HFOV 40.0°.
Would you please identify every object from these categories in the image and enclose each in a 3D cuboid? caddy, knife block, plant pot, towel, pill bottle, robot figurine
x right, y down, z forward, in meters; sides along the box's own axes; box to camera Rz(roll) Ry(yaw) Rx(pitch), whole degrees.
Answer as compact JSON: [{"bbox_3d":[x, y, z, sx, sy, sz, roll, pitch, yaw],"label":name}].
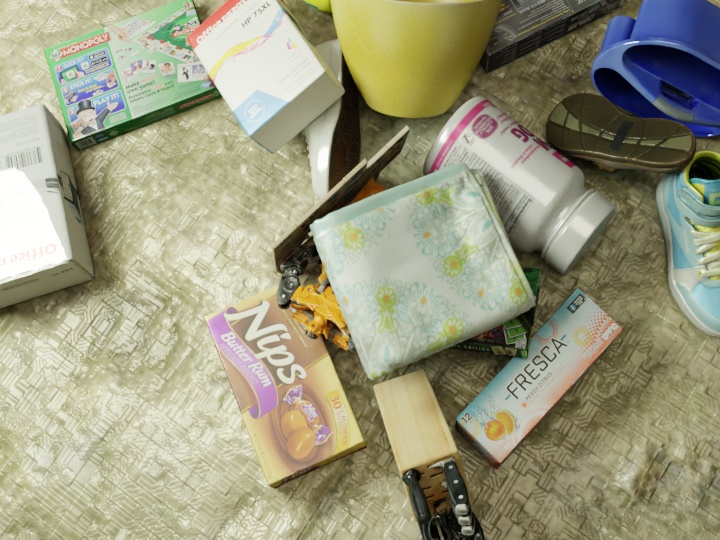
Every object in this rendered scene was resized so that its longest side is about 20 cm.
[{"bbox_3d":[0.354,-0.218,1.104,0.198,0.141,0.107,22,70,-17],"label":"caddy"},{"bbox_3d":[0.067,0.190,1.001,0.063,0.176,0.203,-17,73,-2],"label":"knife block"},{"bbox_3d":[0.058,-0.260,1.136,0.196,0.201,0.144,7,119,6],"label":"plant pot"},{"bbox_3d":[0.066,-0.004,1.021,0.197,0.048,0.173,-21,81,-15],"label":"towel"},{"bbox_3d":[0.178,-0.093,1.108,0.199,0.114,0.114,39,80,13],"label":"pill bottle"},{"bbox_3d":[0.000,0.000,1.081,0.144,0.058,0.201,29,64,15],"label":"robot figurine"}]

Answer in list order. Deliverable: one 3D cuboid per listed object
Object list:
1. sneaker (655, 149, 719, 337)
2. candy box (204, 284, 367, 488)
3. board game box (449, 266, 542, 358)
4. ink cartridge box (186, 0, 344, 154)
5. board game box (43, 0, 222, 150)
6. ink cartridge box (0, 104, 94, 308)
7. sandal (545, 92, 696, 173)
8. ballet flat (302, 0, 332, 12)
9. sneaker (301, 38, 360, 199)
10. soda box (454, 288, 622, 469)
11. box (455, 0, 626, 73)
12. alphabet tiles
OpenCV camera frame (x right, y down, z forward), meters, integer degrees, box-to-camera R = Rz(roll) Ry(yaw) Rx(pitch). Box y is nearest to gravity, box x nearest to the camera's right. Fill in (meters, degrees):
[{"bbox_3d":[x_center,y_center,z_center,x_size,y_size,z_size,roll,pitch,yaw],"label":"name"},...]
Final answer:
[{"bbox_3d":[0.377,-0.035,1.067,0.078,0.131,0.203,-13,73,-2],"label":"sneaker"},{"bbox_3d":[-0.083,0.122,1.095,0.115,0.057,0.202,-22,75,-3],"label":"candy box"},{"bbox_3d":[0.094,0.035,1.091,0.197,0.024,0.106,5,55,18],"label":"board game box"},{"bbox_3d":[-0.120,-0.253,1.149,0.116,0.067,0.201,-38,68,10],"label":"ink cartridge box"},{"bbox_3d":[-0.280,-0.247,1.230,0.197,0.029,0.136,-20,73,-2],"label":"board game box"},{"bbox_3d":[-0.408,-0.072,1.159,0.144,0.086,0.203,-16,75,0],"label":"ink cartridge box"},{"bbox_3d":[0.292,-0.145,1.119,0.199,0.055,0.082,22,72,43],"label":"sandal"},{"bbox_3d":[-0.028,-0.418,1.246,0.066,0.067,0.203,13,76,22],"label":"ballet flat"},{"bbox_3d":[-0.048,-0.173,1.181,0.083,0.073,0.204,-4,73,27],"label":"sneaker"},{"bbox_3d":[0.191,0.118,1.072,0.068,0.064,0.200,43,80,15],"label":"soda box"},{"bbox_3d":[0.206,-0.358,1.216,0.198,0.050,0.159,-27,74,-4],"label":"box"},{"bbox_3d":[-0.023,-0.079,1.091,0.200,0.167,0.008,-44,86,-8],"label":"alphabet tiles"}]
